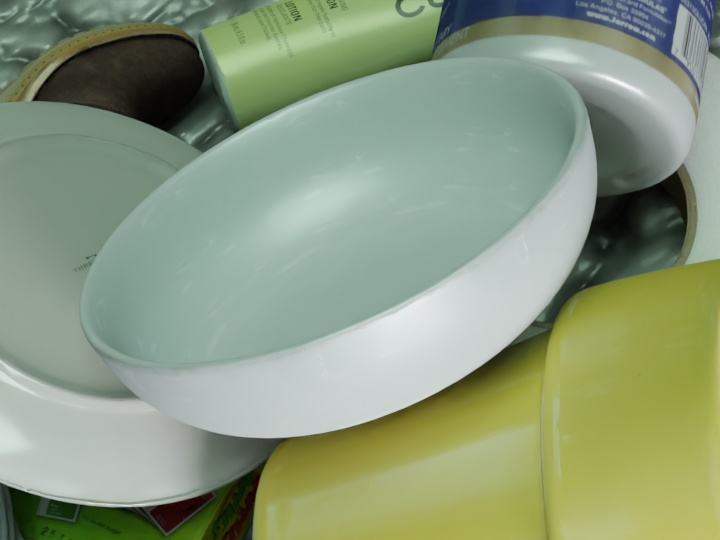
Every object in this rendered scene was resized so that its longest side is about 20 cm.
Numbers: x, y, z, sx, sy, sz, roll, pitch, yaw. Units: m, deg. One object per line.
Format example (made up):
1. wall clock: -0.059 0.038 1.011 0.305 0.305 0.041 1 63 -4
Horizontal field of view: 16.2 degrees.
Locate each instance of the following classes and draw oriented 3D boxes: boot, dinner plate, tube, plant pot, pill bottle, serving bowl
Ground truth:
1. boot: -0.105 -0.012 1.073 0.200 0.072 0.166 -31 66 -34
2. dinner plate: -0.107 0.004 0.995 0.200 0.024 0.200 12 50 -15
3. tube: 0.027 -0.120 1.135 0.200 0.052 0.058 -20 84 -6
4. plant pot: 0.070 0.109 0.943 0.189 0.201 0.201 -11 62 19
5. pill bottle: 0.097 -0.141 1.059 0.111 0.111 0.200 7 64 11
6. serving bowl: 0.000 0.000 0.936 0.200 0.066 0.200 -20 27 11

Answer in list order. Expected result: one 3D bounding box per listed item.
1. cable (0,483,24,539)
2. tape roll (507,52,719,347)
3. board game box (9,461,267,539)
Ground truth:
1. cable: -0.234 0.101 1.005 0.200 0.069 0.200 -21 88 22
2. tape roll: 0.091 -0.015 1.080 0.203 0.037 0.203 -4 63 7
3. board game box: -0.149 0.083 1.058 0.200 0.048 0.102 22 68 18
